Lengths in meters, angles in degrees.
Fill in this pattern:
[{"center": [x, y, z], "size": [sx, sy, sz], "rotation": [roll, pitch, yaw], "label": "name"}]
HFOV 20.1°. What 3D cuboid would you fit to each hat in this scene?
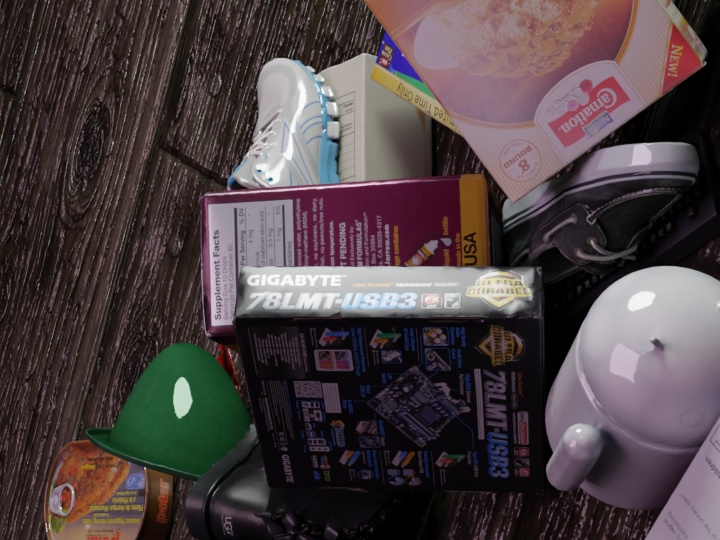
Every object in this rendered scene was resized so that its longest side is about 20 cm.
[{"center": [-0.130, 0.071, 1.675], "size": [0.199, 0.165, 0.177], "rotation": [17, 93, 49], "label": "hat"}]

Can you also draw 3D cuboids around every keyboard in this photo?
[{"center": [0.175, 0.002, 1.377], "size": [0.200, 0.020, 0.128], "rotation": [-40, 51, 44], "label": "keyboard"}]

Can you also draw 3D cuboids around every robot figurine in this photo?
[{"center": [0.178, 0.072, 1.237], "size": [0.113, 0.169, 0.200], "rotation": [42, 153, 14], "label": "robot figurine"}]

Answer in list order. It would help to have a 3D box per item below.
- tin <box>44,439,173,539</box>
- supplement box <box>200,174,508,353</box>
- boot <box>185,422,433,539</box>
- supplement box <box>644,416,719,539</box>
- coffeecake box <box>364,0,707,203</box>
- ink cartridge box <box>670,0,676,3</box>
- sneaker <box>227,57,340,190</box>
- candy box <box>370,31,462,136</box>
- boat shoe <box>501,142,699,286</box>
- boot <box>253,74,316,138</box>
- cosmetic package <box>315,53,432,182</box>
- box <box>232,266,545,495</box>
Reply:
[{"center": [-0.235, 0.215, 1.896], "size": [0.199, 0.042, 0.113], "rotation": [-10, 71, 54], "label": "tin"}, {"center": [0.000, 0.000, 1.416], "size": [0.198, 0.131, 0.104], "rotation": [-3, 81, 11], "label": "supplement box"}, {"center": [-0.021, 0.162, 1.546], "size": [0.161, 0.198, 0.074], "rotation": [8, 120, 29], "label": "boot"}, {"center": [0.229, 0.184, 1.185], "size": [0.103, 0.101, 0.201], "rotation": [52, 123, 46], "label": "supplement box"}, {"center": [0.104, -0.171, 1.309], "size": [0.153, 0.073, 0.201], "rotation": [-36, 94, 17], "label": "coffeecake box"}, {"center": [0.144, -0.239, 1.345], "size": [0.201, 0.176, 0.045], "rotation": [-57, -4, 19], "label": "ink cartridge box"}, {"center": [-0.063, -0.081, 1.554], "size": [0.075, 0.086, 0.201], "rotation": [-43, 48, 44], "label": "sneaker"}, {"center": [0.105, -0.199, 1.474], "size": [0.169, 0.077, 0.201], "rotation": [36, 113, 50], "label": "candy box"}, {"center": [0.161, -0.032, 1.345], "size": [0.200, 0.072, 0.072], "rotation": [150, 121, -62], "label": "boat shoe"}, {"center": [-0.050, -0.054, 1.663], "size": [0.096, 0.073, 0.202], "rotation": [-134, 52, -58], "label": "boot"}, {"center": [0.001, -0.057, 1.592], "size": [0.105, 0.071, 0.202], "rotation": [-15, 70, 53], "label": "cosmetic package"}, {"center": [0.025, 0.076, 1.353], "size": [0.201, 0.197, 0.050], "rotation": [82, -171, -50], "label": "box"}]
